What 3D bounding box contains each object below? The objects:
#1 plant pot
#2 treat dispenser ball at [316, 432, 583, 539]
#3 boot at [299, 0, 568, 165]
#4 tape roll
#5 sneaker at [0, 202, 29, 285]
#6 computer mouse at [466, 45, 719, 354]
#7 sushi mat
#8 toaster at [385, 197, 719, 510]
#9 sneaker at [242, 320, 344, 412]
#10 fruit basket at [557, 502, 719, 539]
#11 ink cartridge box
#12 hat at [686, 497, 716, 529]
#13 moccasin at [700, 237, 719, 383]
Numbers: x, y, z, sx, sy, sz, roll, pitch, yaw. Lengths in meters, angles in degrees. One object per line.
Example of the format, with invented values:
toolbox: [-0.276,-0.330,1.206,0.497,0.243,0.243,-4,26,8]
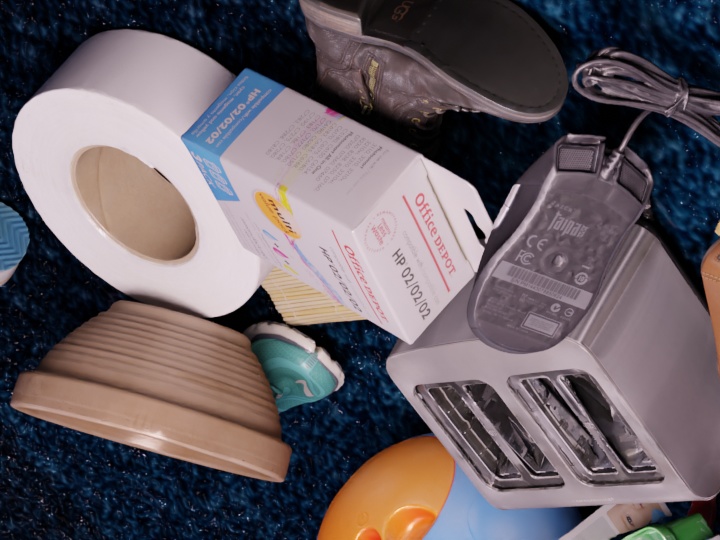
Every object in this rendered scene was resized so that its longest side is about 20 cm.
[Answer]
plant pot: [-0.137,0.078,1.658,0.200,0.093,0.201,14,171,2]
treat dispenser ball: [0.065,0.215,1.682,0.200,0.201,0.201,22,145,16]
boot: [0.040,-0.097,1.442,0.200,0.069,0.174,29,148,25]
tape roll: [-0.135,-0.064,1.606,0.202,0.071,0.203,24,142,20]
sneaker: [-0.350,-0.051,1.808,0.200,0.077,0.081,38,148,-3]
computer mouse: [0.148,-0.035,1.367,0.140,0.046,0.201,14,117,-20]
sushi mat: [0.000,0.000,1.637,0.200,0.012,0.096,-6,129,44]
toaster: [0.136,0.059,1.504,0.180,0.119,0.200,-9,128,44]
sneaker: [-0.083,0.096,1.766,0.077,0.080,0.200,43,145,-18]
fruit basket: [0.180,0.246,1.510,0.094,0.200,0.186,-34,86,40]
ink cartridge box: [-0.006,-0.033,1.442,0.200,0.068,0.115,29,158,39]
hat: [0.274,0.216,1.677,0.165,0.177,0.200,27,-175,9]
moccasin: [0.258,0.052,1.416,0.078,0.074,0.202,46,163,38]
